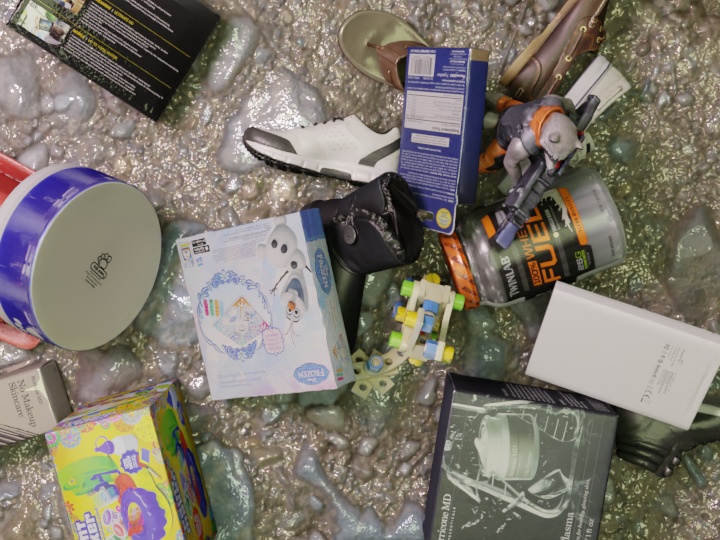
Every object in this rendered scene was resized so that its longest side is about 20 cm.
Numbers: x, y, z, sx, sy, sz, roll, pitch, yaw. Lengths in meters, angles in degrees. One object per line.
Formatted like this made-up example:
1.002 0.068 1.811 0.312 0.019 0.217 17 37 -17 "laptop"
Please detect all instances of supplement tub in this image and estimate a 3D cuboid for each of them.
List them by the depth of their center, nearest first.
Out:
0.198 -0.032 1.267 0.198 0.123 0.124 -21 94 1 "supplement tub"

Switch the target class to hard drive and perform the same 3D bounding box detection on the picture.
0.302 0.099 1.245 0.198 0.026 0.133 19 128 9 "hard drive"

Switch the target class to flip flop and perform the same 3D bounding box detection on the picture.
0.061 -0.237 1.286 0.200 0.058 0.081 42 93 -3 "flip flop"

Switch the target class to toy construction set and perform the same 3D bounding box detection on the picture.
0.059 0.078 1.257 0.091 0.200 0.132 21 58 -16 "toy construction set"

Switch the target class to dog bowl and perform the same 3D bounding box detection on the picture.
-0.320 -0.014 1.226 0.078 0.200 0.202 19 94 30 "dog bowl"

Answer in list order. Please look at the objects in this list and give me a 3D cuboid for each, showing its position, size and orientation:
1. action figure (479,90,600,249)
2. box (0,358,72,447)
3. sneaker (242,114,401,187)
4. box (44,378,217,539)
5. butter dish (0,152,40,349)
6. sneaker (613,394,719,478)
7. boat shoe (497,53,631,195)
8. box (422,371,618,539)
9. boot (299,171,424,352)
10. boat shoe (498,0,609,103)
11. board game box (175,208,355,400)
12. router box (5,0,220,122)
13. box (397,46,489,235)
0.163 -0.132 1.195 0.104 0.193 0.201 38 73 -28 "action figure"
-0.458 0.177 1.309 0.198 0.068 0.083 -19 94 2 "box"
-0.041 -0.149 1.291 0.198 0.074 0.081 11 90 -9 "sneaker"
-0.257 0.250 1.251 0.121 0.193 0.202 -14 94 1 "box"
-0.436 -0.027 1.256 0.198 0.148 0.201 28 93 -2 "butter dish"
0.399 0.203 1.312 0.198 0.071 0.100 8 96 6 "sneaker"
0.246 -0.159 1.288 0.070 0.071 0.200 39 87 -2 "boat shoe"
0.185 0.241 1.287 0.194 0.124 0.202 9 94 1 "box"
0.000 0.000 1.238 0.076 0.167 0.203 1 81 -38 "boot"
0.251 -0.276 1.278 0.070 0.070 0.200 40 102 5 "boat shoe"
-0.113 0.044 1.261 0.198 0.043 0.201 -9 94 37 "board game box"
-0.284 -0.290 1.257 0.199 0.051 0.150 33 93 -22 "router box"
0.089 -0.148 1.221 0.032 0.121 0.202 0 101 -33 "box"
